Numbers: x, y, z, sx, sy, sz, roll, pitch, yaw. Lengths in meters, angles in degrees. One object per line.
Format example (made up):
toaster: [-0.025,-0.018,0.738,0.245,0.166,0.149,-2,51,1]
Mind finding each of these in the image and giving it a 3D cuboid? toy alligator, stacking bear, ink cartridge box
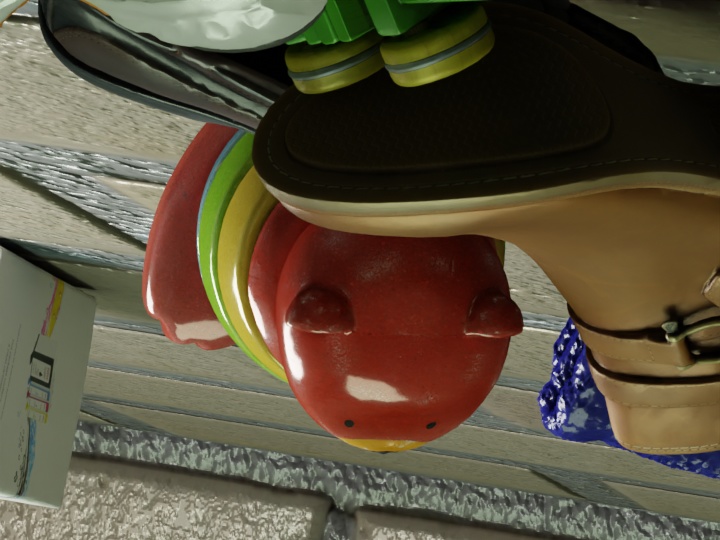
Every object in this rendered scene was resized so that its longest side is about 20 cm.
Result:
toy alligator: [0.024,-0.087,0.778,0.054,0.059,0.200,-36,-159,-34]
stacking bear: [0.000,0.000,0.988,0.121,0.114,0.200,7,-168,-11]
ink cartridge box: [-0.270,0.059,1.844,0.147,0.145,0.200,9,172,13]

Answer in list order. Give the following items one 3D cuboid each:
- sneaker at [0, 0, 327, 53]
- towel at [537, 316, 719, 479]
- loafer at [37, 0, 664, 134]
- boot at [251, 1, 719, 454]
sneaker: [-0.105,-0.101,0.749,0.199,0.076,0.092,-4,158,24]
towel: [0.176,0.016,1.082,0.199,0.148,0.050,13,-150,-22]
loafer: [-0.004,-0.067,0.890,0.199,0.072,0.063,13,168,4]
boot: [0.072,-0.007,0.871,0.199,0.077,0.156,-13,140,-7]
